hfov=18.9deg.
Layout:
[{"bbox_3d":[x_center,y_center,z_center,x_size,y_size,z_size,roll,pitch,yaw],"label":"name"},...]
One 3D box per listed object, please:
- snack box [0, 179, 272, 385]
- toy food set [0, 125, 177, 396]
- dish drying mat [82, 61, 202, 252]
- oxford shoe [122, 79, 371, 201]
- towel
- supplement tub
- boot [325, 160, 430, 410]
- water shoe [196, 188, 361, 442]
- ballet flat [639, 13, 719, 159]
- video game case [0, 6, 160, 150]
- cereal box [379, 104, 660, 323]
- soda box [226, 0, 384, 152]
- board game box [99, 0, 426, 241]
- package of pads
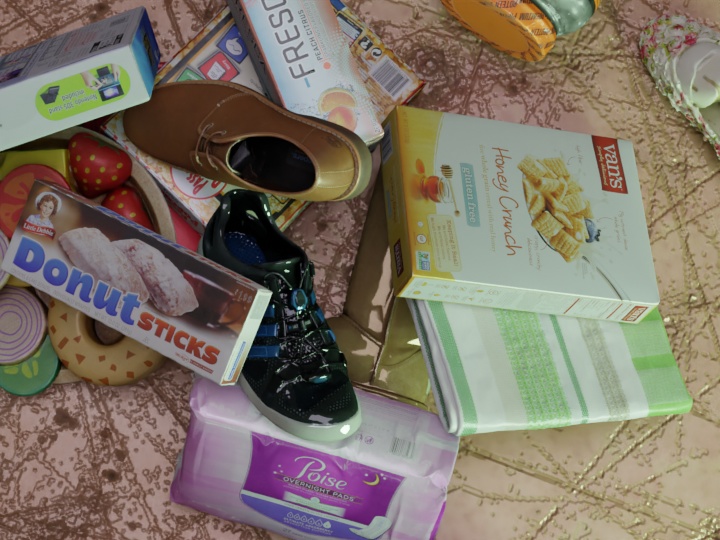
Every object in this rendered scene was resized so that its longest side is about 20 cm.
[{"bbox_3d":[-0.159,0.007,1.511,0.200,0.024,0.072,26,99,24],"label":"snack box"},{"bbox_3d":[-0.232,-0.008,1.586,0.198,0.049,0.200,-4,94,9],"label":"toy food set"},{"bbox_3d":[-0.161,-0.056,1.635,0.077,0.018,0.200,-11,81,-5],"label":"dish drying mat"},{"bbox_3d":[-0.094,-0.093,1.521,0.200,0.071,0.071,14,105,29],"label":"oxford shoe"},{"bbox_3d":[0.133,0.049,1.575,0.200,0.031,0.149,-2,61,-25],"label":"towel"},{"bbox_3d":[0.150,-0.265,1.631,0.122,0.123,0.200,33,80,3],"label":"supplement tub"},{"bbox_3d":[0.000,0.000,1.612,0.175,0.066,0.200,19,81,-11],"label":"boot"},{"bbox_3d":[-0.059,0.030,1.503,0.071,0.079,0.200,-17,56,-27],"label":"water shoe"},{"bbox_3d":[0.289,-0.121,1.641,0.076,0.064,0.200,-38,83,-7],"label":"ballet flat"},{"bbox_3d":[-0.237,-0.128,1.543,0.181,0.200,0.045,-18,104,2],"label":"video game case"},{"bbox_3d":[0.115,-0.040,1.579,0.200,0.040,0.144,6,60,-21],"label":"cereal box"},{"bbox_3d":[-0.051,-0.172,1.576,0.064,0.068,0.200,-21,85,-9],"label":"soda box"},{"bbox_3d":[-0.073,-0.121,1.624,0.152,0.046,0.200,45,78,1],"label":"board game box"},{"bbox_3d":[-0.033,0.136,1.552,0.200,0.121,0.076,16,47,1],"label":"package of pads"}]
